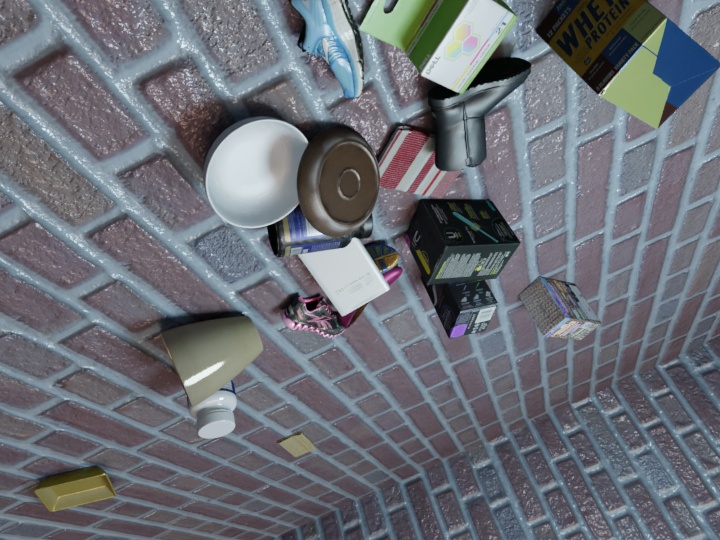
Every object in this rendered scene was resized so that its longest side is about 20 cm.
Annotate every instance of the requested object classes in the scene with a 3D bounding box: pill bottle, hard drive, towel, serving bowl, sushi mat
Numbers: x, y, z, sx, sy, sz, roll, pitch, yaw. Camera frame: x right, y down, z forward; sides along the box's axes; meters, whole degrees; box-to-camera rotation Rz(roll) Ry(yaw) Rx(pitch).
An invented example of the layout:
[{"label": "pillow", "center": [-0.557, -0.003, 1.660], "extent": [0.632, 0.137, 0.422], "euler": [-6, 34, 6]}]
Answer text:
[{"label": "pill bottle", "center": [-0.081, -0.094, 1.066], "extent": [0.198, 0.112, 0.112], "euler": [-9, 142, -18]}, {"label": "hard drive", "center": [-0.039, -0.006, 1.196], "extent": [0.131, 0.027, 0.201], "euler": [-30, 115, 10]}, {"label": "pill bottle", "center": [-0.377, 0.310, 1.346], "extent": [0.119, 0.201, 0.120], "euler": [-14, 144, -10]}, {"label": "towel", "center": [0.124, -0.218, 1.094], "extent": [0.198, 0.023, 0.144], "euler": [5, 136, -32]}, {"label": "serving bowl", "center": [-0.184, -0.176, 0.928], "extent": [0.199, 0.066, 0.201], "euler": [-23, 135, -25]}, {"label": "sushi mat", "center": [-0.237, 0.663, 2.023], "extent": [0.095, 0.012, 0.201], "euler": [-22, 144, 0]}]

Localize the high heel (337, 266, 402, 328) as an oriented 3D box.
[{"label": "high heel", "center": [0.030, 0.068, 1.341], "extent": [0.199, 0.097, 0.067], "euler": [-32, 143, 13]}]

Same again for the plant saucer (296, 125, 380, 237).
[{"label": "plant saucer", "center": [-0.029, -0.160, 0.975], "extent": [0.199, 0.032, 0.202], "euler": [-13, 109, -43]}]

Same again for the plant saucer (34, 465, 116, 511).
[{"label": "plant saucer", "center": [-0.886, 0.677, 1.673], "extent": [0.198, 0.049, 0.201], "euler": [-7, 141, -19]}]

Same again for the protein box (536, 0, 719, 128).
[{"label": "protein box", "center": [0.451, -0.380, 0.908], "extent": [0.197, 0.201, 0.135], "euler": [9, 134, -35]}]

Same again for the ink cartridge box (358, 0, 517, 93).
[{"label": "ink cartridge box", "center": [0.120, -0.384, 0.831], "extent": [0.199, 0.076, 0.148], "euler": [7, 135, -38]}]

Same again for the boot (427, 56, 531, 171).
[{"label": "boot", "center": [0.222, -0.285, 0.994], "extent": [0.199, 0.077, 0.169], "euler": [-24, 137, -4]}]

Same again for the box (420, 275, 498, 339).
[{"label": "box", "center": [0.243, 0.051, 1.342], "extent": [0.105, 0.201, 0.123], "euler": [-10, 143, -16]}]

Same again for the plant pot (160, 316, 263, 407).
[{"label": "plant pot", "center": [-0.338, 0.191, 1.256], "extent": [0.199, 0.188, 0.188], "euler": [-23, 146, -22]}]

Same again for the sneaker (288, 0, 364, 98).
[{"label": "sneaker", "center": [-0.049, -0.350, 0.813], "extent": [0.089, 0.079, 0.201], "euler": [-10, 142, 14]}]

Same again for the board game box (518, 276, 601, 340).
[{"label": "board game box", "center": [0.623, 0.121, 1.665], "extent": [0.199, 0.160, 0.097], "euler": [10, 133, -35]}]

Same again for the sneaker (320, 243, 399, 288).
[{"label": "sneaker", "center": [0.000, 0.000, 1.276], "extent": [0.198, 0.076, 0.088], "euler": [-20, 157, 6]}]

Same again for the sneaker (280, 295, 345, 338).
[{"label": "sneaker", "center": [-0.101, 0.109, 1.355], "extent": [0.199, 0.079, 0.096], "euler": [14, 119, -41]}]

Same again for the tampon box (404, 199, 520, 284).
[{"label": "tampon box", "center": [0.229, -0.068, 1.229], "extent": [0.198, 0.151, 0.127], "euler": [-3, 139, -24]}]
